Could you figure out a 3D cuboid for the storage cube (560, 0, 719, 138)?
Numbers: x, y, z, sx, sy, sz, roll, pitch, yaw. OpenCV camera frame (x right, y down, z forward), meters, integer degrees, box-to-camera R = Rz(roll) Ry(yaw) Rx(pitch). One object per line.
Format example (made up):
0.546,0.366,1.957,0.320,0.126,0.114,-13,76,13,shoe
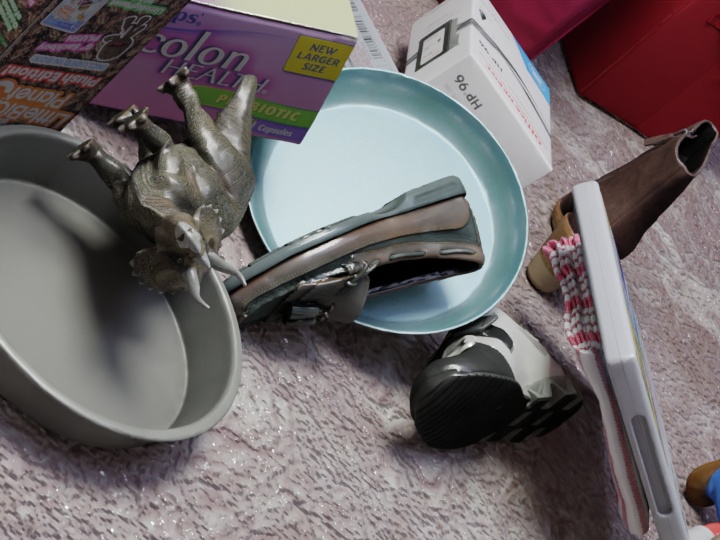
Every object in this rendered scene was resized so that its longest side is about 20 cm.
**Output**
0.307,-0.245,1.773,0.170,0.179,0.201,26,38,-36,storage cube

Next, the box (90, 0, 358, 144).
-0.112,-0.197,1.168,0.174,0.097,0.201,9,45,-25,box

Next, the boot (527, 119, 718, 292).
0.223,-0.060,1.457,0.073,0.166,0.200,50,29,-1,boot

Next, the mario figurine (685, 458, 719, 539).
0.269,0.221,1.327,0.122,0.107,0.200,9,24,1,mario figurine

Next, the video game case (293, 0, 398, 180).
-0.016,-0.120,1.322,0.181,0.023,0.201,-16,77,-59,video game case

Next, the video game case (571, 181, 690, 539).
0.183,0.067,1.248,0.201,0.022,0.183,-91,164,-55,video game case

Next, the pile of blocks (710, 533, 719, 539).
0.258,0.201,1.203,0.062,0.200,0.082,50,3,0,pile of blocks

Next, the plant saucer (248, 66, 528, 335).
0.016,-0.044,1.217,0.198,0.027,0.202,9,60,-17,plant saucer

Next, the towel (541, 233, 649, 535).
0.164,0.076,1.280,0.200,0.030,0.147,-86,158,-66,towel

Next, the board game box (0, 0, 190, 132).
-0.183,-0.184,0.996,0.096,0.200,0.160,0,57,-55,board game box

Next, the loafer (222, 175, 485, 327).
0.000,0.000,1.132,0.199,0.072,0.063,-25,83,-34,loafer

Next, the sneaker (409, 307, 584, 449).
0.073,0.064,1.212,0.089,0.074,0.200,60,19,19,sneaker

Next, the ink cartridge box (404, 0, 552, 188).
0.091,-0.127,1.411,0.116,0.068,0.201,52,21,-21,ink cartridge box

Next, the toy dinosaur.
-0.099,-0.050,1.038,0.103,0.077,0.200,57,23,-13,toy dinosaur

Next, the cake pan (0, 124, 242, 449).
-0.150,0.013,0.988,0.200,0.037,0.201,35,33,-26,cake pan

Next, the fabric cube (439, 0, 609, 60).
0.167,-0.326,1.593,0.200,0.199,0.196,50,52,0,fabric cube
